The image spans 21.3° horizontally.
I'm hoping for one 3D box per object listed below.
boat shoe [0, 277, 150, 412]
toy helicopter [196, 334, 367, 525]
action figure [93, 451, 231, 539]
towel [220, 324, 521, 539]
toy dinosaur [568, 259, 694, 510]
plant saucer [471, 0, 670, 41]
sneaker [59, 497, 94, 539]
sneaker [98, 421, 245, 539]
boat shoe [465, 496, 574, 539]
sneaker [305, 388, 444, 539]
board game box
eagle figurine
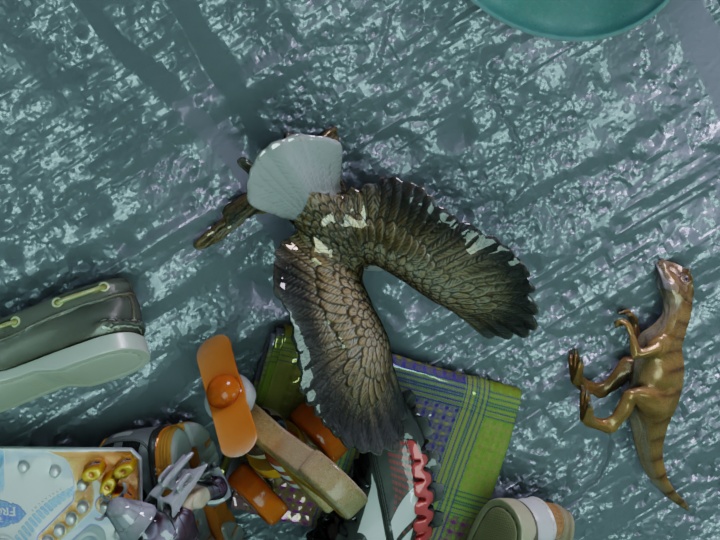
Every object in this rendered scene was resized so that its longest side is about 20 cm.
[{"bbox_3d":[-0.242,0.057,1.303,0.201,0.072,0.060,-15,69,9],"label":"boat shoe"},{"bbox_3d":[-0.051,0.113,1.253,0.079,0.200,0.132,-44,111,-10],"label":"toy helicopter"},{"bbox_3d":[-0.111,0.201,1.278,0.130,0.069,0.200,-51,127,-7],"label":"action figure"},{"bbox_3d":[0.006,0.124,1.382,0.199,0.023,0.144,14,105,-13],"label":"towel"},{"bbox_3d":[0.206,0.095,1.382,0.106,0.060,0.201,0,108,-10],"label":"toy dinosaur"},{"bbox_3d":[0.129,-0.245,1.230,0.199,0.036,0.200,16,130,21],"label":"plant saucer"},{"bbox_3d":[-0.208,0.238,1.372,0.083,0.081,0.201,-6,103,13],"label":"sneaker"},{"bbox_3d":[-0.133,0.193,1.364,0.077,0.078,0.201,2,116,23],"label":"sneaker"},{"bbox_3d":[0.094,0.251,1.406,0.068,0.075,0.200,4,128,-38],"label":"boat shoe"},{"bbox_3d":[0.007,0.181,1.351,0.098,0.071,0.201,-3,110,-10],"label":"sneaker"},{"bbox_3d":[-0.248,0.221,1.304,0.199,0.026,0.201,0,99,0],"label":"board game box"},{"bbox_3d":[0.005,-0.001,1.276,0.151,0.200,0.152,-20,155,-41],"label":"eagle figurine"}]
